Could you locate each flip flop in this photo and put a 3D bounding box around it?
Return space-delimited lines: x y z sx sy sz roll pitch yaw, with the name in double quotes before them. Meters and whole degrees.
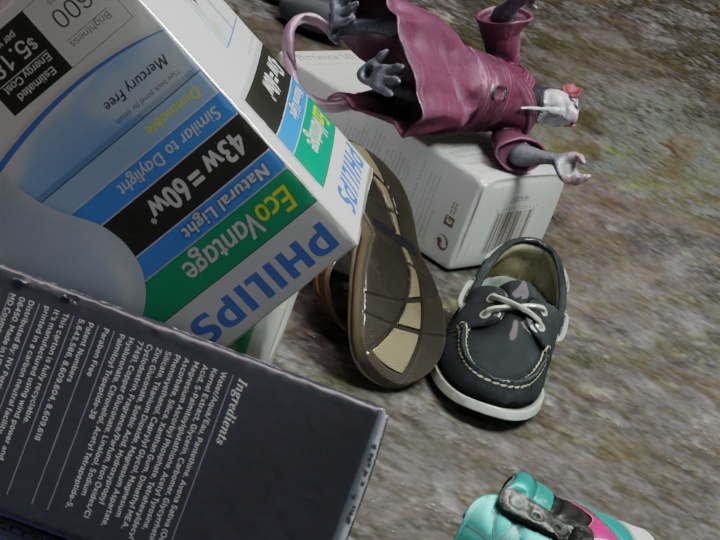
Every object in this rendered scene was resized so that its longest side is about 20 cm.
"flip flop" 0.000 0.000 1.694 0.081 0.058 0.200 38 26 -38

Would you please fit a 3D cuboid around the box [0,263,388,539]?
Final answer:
"box" -0.099 0.076 1.280 0.200 0.104 0.148 21 -3 -2

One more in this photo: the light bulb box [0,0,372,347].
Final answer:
"light bulb box" -0.131 -0.046 1.397 0.200 0.198 0.125 47 16 -13

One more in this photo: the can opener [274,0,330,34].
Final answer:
"can opener" -0.072 -0.242 2.266 0.200 0.053 0.067 29 20 23

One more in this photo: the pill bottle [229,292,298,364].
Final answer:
"pill bottle" -0.130 -0.016 1.539 0.200 0.113 0.113 21 20 2

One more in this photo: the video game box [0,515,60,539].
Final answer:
"video game box" -0.210 0.138 1.161 0.200 0.047 0.182 22 21 2

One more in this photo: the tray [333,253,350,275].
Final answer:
"tray" -0.073 -0.066 1.804 0.107 0.022 0.200 50 -3 -42

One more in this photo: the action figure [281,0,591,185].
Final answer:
"action figure" 0.067 -0.112 1.852 0.200 0.134 0.149 13 -22 -42

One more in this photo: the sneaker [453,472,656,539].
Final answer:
"sneaker" 0.099 0.158 1.356 0.121 0.084 0.200 21 12 -16

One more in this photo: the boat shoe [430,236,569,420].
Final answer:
"boat shoe" 0.088 0.032 1.709 0.076 0.060 0.200 20 20 -3

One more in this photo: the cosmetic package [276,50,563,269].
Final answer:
"cosmetic package" 0.031 -0.079 1.922 0.200 0.074 0.102 35 25 30
